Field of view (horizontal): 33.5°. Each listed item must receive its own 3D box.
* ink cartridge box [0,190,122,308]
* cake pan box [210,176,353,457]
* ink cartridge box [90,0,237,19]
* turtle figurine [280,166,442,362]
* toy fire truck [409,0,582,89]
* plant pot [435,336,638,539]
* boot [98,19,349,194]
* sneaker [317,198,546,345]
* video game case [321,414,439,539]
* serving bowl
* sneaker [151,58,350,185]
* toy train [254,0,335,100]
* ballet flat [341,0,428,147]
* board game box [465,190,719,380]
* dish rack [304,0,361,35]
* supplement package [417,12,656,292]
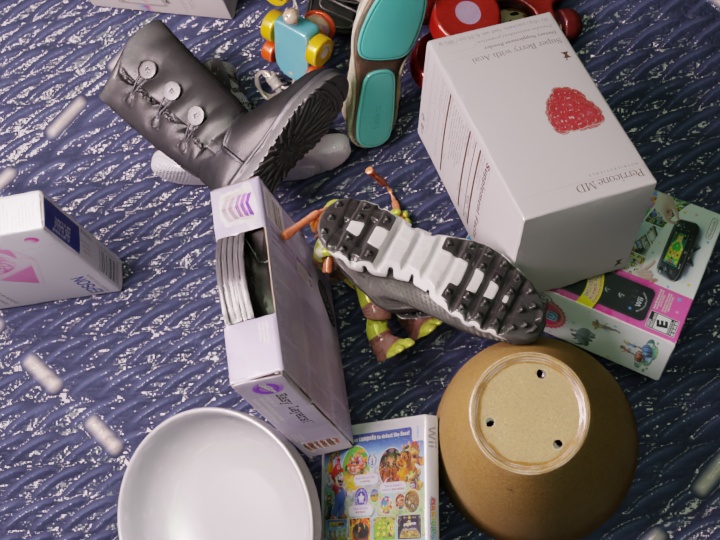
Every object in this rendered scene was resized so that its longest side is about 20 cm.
[{"bbox_3d":[-0.347,-0.008,1.110,0.198,0.196,0.044,-10,72,7],"label":"ink cartridge box"},{"bbox_3d":[-0.066,0.043,1.030,0.052,0.200,0.185,-17,62,10],"label":"cake pan box"},{"bbox_3d":[-0.222,-0.335,1.240,0.198,0.068,0.117,8,77,10],"label":"ink cartridge box"},{"bbox_3d":[0.000,0.000,1.083,0.064,0.200,0.162,-29,89,30],"label":"turtle figurine"},{"bbox_3d":[0.125,-0.261,1.149,0.167,0.112,0.201,-13,74,-13],"label":"toy fire truck"},{"bbox_3d":[0.143,0.130,0.991,0.185,0.200,0.188,-2,75,8],"label":"plant pot"},{"bbox_3d":[-0.130,-0.168,1.112,0.200,0.066,0.165,42,91,26],"label":"boot"},{"bbox_3d":[0.059,0.010,0.977,0.199,0.091,0.067,25,70,14],"label":"sneaker"},{"bbox_3d":[0.015,0.232,1.036,0.143,0.018,0.202,-16,68,48],"label":"video game case"},{"bbox_3d":[-0.117,0.221,1.069,0.199,0.066,0.202,-1,87,25],"label":"serving bowl"},{"bbox_3d":[-0.108,-0.149,1.167,0.198,0.075,0.115,-4,78,11],"label":"sneaker"},{"bbox_3d":[-0.095,-0.263,1.146,0.056,0.150,0.201,-45,116,-29],"label":"toy train"},{"bbox_3d":[0.012,-0.206,1.112,0.067,0.201,0.063,-4,43,-22],"label":"ballet flat"},{"bbox_3d":[0.202,-0.014,1.065,0.199,0.064,0.148,22,59,14],"label":"board game box"},{"bbox_3d":[0.005,-0.321,1.137,0.054,0.200,0.155,13,76,-15],"label":"dish rack"},{"bbox_3d":[0.141,-0.097,1.010,0.120,0.120,0.201,-16,57,-13],"label":"supplement package"}]
